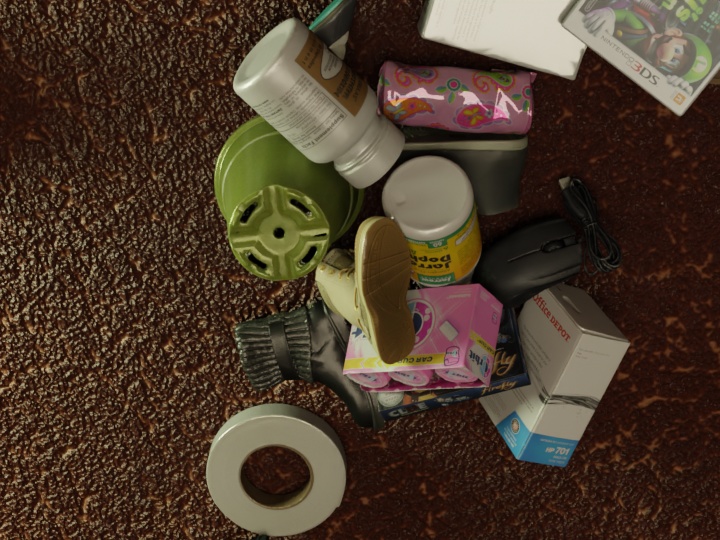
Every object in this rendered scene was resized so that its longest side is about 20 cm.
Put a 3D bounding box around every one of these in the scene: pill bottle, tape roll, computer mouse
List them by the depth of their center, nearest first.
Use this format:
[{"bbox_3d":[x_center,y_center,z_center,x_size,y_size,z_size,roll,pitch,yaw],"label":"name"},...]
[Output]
[{"bbox_3d":[-0.045,-0.194,1.598,0.114,0.115,0.200,-41,114,16],"label":"pill bottle"},{"bbox_3d":[0.094,-0.048,1.679,0.112,0.113,0.200,-9,153,5],"label":"pill bottle"},{"bbox_3d":[0.224,-0.023,1.729,0.200,0.053,0.139,-31,66,18],"label":"computer mouse"},{"bbox_3d":[-0.118,0.285,1.905,0.202,0.037,0.204,1,112,1],"label":"tape roll"}]

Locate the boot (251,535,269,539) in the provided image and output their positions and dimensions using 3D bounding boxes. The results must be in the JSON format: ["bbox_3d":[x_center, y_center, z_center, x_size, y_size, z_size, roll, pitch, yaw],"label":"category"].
[{"bbox_3d":[-0.216,0.464,1.950,0.167,0.077,0.201,4,127,-3],"label":"boot"}]

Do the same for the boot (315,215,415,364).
[{"bbox_3d":[0.000,0.000,1.655,0.073,0.155,0.201,-25,127,-20],"label":"boot"}]

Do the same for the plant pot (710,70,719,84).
[{"bbox_3d":[0.451,-0.316,1.614,0.200,0.093,0.202,0,112,0],"label":"plant pot"}]

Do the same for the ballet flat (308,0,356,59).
[{"bbox_3d":[-0.065,-0.265,1.659,0.200,0.073,0.073,-36,108,21],"label":"ballet flat"}]

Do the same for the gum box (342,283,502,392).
[{"bbox_3d":[0.074,0.088,1.710,0.199,0.114,0.066,-6,150,36],"label":"gum box"}]

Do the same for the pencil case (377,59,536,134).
[{"bbox_3d":[0.120,-0.216,1.669,0.199,0.088,0.088,3,113,-1],"label":"pencil case"}]

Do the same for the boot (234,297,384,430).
[{"bbox_3d":[-0.067,0.143,1.819,0.157,0.079,0.212,-23,100,3],"label":"boot"}]

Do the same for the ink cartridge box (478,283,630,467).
[{"bbox_3d":[0.251,0.134,1.767,0.086,0.147,0.201,14,113,-25],"label":"ink cartridge box"}]

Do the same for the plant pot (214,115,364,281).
[{"bbox_3d":[-0.094,-0.077,1.671,0.199,0.190,0.201,0,113,0],"label":"plant pot"}]

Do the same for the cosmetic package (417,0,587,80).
[{"bbox_3d":[0.179,-0.311,1.633,0.199,0.074,0.102,15,111,-8],"label":"cosmetic package"}]

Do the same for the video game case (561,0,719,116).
[{"bbox_3d":[0.366,-0.313,1.561,0.182,0.023,0.200,37,108,-1],"label":"video game case"}]

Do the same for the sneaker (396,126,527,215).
[{"bbox_3d":[0.113,-0.124,1.709,0.199,0.075,0.107,1,113,0],"label":"sneaker"}]

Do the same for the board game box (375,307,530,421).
[{"bbox_3d":[0.114,0.111,1.772,0.199,0.136,0.035,-16,145,11],"label":"board game box"}]
